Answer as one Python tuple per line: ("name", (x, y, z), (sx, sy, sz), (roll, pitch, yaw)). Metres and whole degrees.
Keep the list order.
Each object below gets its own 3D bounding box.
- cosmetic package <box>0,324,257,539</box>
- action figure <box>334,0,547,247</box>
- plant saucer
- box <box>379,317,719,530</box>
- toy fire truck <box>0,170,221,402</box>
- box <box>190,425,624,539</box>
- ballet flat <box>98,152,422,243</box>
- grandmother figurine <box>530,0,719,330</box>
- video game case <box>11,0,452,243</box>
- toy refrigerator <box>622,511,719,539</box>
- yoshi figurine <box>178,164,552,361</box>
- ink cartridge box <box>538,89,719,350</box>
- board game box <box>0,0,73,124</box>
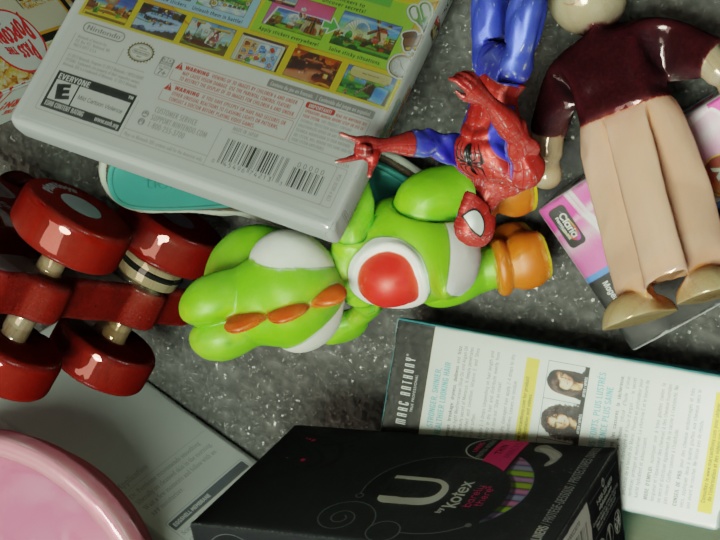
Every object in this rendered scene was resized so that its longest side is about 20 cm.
("cosmetic package", (-0.188, 0.180, 1.006), (0.200, 0.123, 0.200), (34, 121, 13))
("action figure", (0.051, -0.110, 0.725), (0.065, 0.099, 0.201), (17, 105, 48))
("plant saucer", (-0.197, 0.183, 0.909), (0.200, 0.051, 0.201), (9, 112, 23))
("box", (0.113, 0.083, 0.839), (0.199, 0.049, 0.083), (10, 91, 24))
("toy fire truck", (-0.191, -0.016, 0.891), (0.168, 0.200, 0.112), (40, 107, 27))
("box", (0.030, 0.158, 0.794), (0.199, 0.122, 0.106), (0, 110, 27))
("ballet flat", (-0.049, -0.059, 0.863), (0.199, 0.070, 0.070), (7, 116, -6))
("grandmother figurine", (0.133, -0.079, 0.743), (0.121, 0.061, 0.201), (-20, 79, 19))
("video game case", (-0.064, -0.126, 0.809), (0.199, 0.023, 0.183), (19, 73, 20))
("toy refrigerator", (0.148, 0.163, 0.853), (0.199, 0.076, 0.070), (9, 113, 23))
("yoshi figurine", (-0.005, -0.010, 0.819), (0.199, 0.112, 0.113), (-18, 71, -9))
("ink cartridge box", (0.197, -0.044, 0.771), (0.200, 0.037, 0.095), (-33, 93, 31))
("board game box", (-0.259, -0.176, 0.881), (0.046, 0.151, 0.200), (-39, 89, 33))
